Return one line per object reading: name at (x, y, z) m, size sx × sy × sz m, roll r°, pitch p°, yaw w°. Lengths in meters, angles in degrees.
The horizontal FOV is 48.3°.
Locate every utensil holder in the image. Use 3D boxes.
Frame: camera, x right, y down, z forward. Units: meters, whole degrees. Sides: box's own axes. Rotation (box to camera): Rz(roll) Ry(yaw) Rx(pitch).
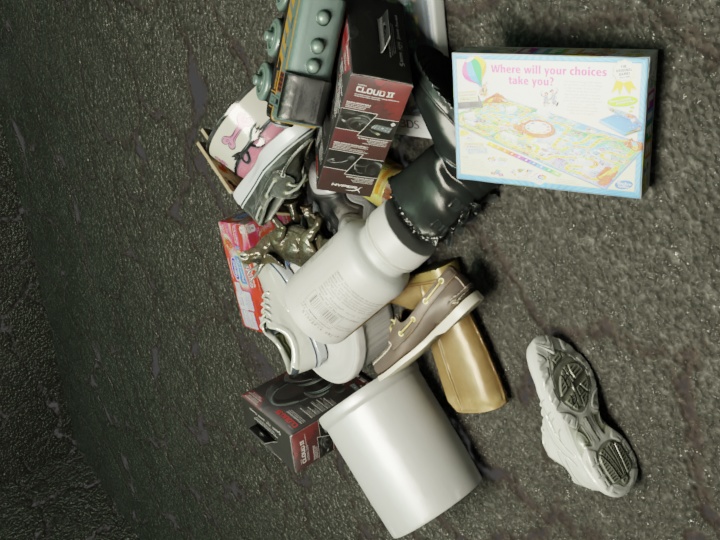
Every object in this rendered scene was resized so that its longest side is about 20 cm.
utensil holder at (0.060, 0.258, 1.170) m, size 0.202 × 0.169 × 0.170 m, roll 57°, pitch 146°, yaw 11°

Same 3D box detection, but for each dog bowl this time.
dog bowl at (-0.121, -0.209, 1.142) m, size 0.074 × 0.200 × 0.200 m, roll 48°, pitch 145°, yaw 2°

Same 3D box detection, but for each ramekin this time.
ramekin at (-0.033, 0.066, 1.256) m, size 0.201 × 0.093 × 0.205 m, roll 32°, pitch 133°, yaw 41°

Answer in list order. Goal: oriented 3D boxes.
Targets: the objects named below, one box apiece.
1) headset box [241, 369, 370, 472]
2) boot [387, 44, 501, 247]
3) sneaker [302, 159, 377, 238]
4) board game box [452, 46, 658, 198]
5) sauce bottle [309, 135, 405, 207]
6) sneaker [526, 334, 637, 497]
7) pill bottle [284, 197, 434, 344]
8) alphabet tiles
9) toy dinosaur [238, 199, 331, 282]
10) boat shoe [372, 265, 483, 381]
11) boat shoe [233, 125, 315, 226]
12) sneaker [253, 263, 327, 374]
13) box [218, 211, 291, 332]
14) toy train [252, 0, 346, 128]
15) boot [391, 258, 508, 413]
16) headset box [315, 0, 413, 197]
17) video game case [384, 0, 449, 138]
headset box at (-0.088, 0.232, 1.323) m, size 0.148 × 0.198 × 0.078 m, roll 26°, pitch 130°, yaw 46°
boot at (0.088, -0.140, 0.953) m, size 0.199 × 0.073 × 0.162 m, roll 52°, pitch 134°, yaw 5°
sneaker at (-0.025, -0.061, 1.191) m, size 0.202 × 0.075 × 0.114 m, roll 60°, pitch 148°, yaw 21°
board game box at (0.189, -0.151, 0.805) m, size 0.197 × 0.034 × 0.137 m, roll 11°, pitch 120°, yaw 31°
sauce bottle at (0.000, -0.141, 1.112) m, size 0.199 × 0.065 × 0.067 m, roll 34°, pitch 135°, yaw 38°
sneaker at (0.239, 0.176, 0.950) m, size 0.099 × 0.077 × 0.203 m, roll -33°, pitch 81°, yaw 60°
pill bottle at (0.000, 0.000, 1.051) m, size 0.200 × 0.114 × 0.115 m, roll -41°, pitch 74°, yaw 33°
alphabet tiles at (-0.161, -0.149, 1.238) m, size 0.008 × 0.199 × 0.168 m, roll -44°, pitch 69°, yaw 24°
toy dinosaur at (-0.083, -0.041, 1.168) m, size 0.197 × 0.077 × 0.104 m, roll 3°, pitch 118°, yaw 26°
boat shoe at (0.074, 0.071, 1.030) m, size 0.060 × 0.072 × 0.200 m, roll 51°, pitch 129°, yaw 10°
boat shoe at (-0.102, -0.130, 1.075) m, size 0.071 × 0.072 × 0.200 m, roll 49°, pitch 141°, yaw 2°
sneaker at (-0.122, 0.064, 1.231) m, size 0.202 × 0.070 × 0.073 m, roll 61°, pitch 147°, yaw 11°
box at (-0.166, -0.002, 1.405) m, size 0.099 × 0.095 × 0.203 m, roll 9°, pitch 116°, yaw 52°
toy train at (-0.064, -0.260, 0.931) m, size 0.114 × 0.084 × 0.203 m, roll 43°, pitch 122°, yaw 60°
boot at (0.103, 0.095, 1.105) m, size 0.174 × 0.066 × 0.203 m, roll -11°, pitch 101°, yaw 57°
headset box at (0.000, -0.214, 0.960) m, size 0.201 × 0.076 × 0.151 m, roll 114°, pitch 158°, yaw -48°
video game case at (0.043, -0.272, 1.012) m, size 0.181 × 0.023 × 0.203 m, roll 18°, pitch 123°, yaw 49°
